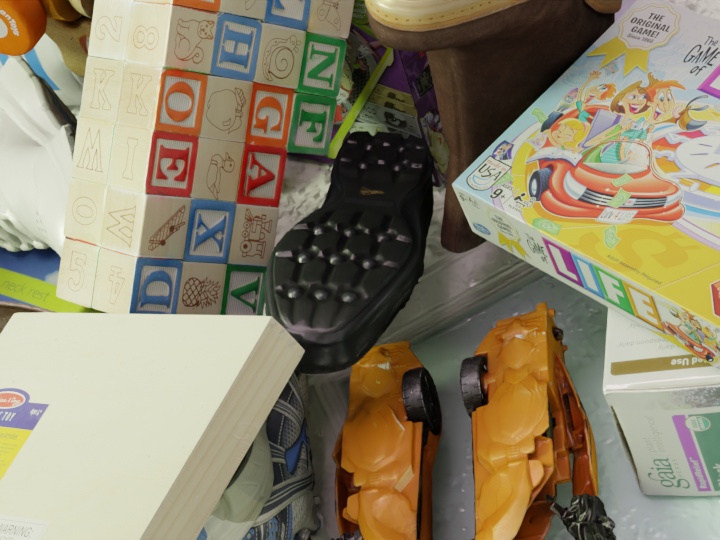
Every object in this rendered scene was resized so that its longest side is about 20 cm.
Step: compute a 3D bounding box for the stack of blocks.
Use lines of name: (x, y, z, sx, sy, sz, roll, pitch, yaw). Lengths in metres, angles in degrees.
stack of blocks: (-0.071, -0.079, 0.889, 0.058, 0.115, 0.202, 13, 96, 43)

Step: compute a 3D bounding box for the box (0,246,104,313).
box: (-0.192, 0.038, 0.992, 0.121, 0.048, 0.201, 14, 59, 35)

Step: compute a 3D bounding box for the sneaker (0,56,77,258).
sneaker: (-0.172, -0.039, 0.977, 0.087, 0.075, 0.200, -39, 34, -4)

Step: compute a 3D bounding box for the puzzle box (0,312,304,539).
puzzle box: (-0.124, 0.077, 0.805, 0.199, 0.025, 0.134, 0, 52, 48)

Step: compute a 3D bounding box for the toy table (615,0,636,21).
toy table: (0.067, -0.190, 1.021, 0.199, 0.117, 0.184, 17, 60, 38)

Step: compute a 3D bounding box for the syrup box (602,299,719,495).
syrup box: (0.159, -0.005, 0.830, 0.081, 0.079, 0.201, -8, 48, 20)

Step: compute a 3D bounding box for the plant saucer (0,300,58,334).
plant saucer: (-0.184, 0.111, 0.887, 0.198, 0.032, 0.202, 0, 62, -1)

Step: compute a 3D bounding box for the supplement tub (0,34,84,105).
supplement tub: (-0.215, -0.164, 1.127, 0.198, 0.132, 0.133, 0, 50, 28)

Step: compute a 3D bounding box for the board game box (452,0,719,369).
board game box: (0.153, -0.034, 0.778, 0.134, 0.034, 0.199, -44, 46, -16)

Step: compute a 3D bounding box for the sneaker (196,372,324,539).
sneaker: (-0.055, 0.092, 0.858, 0.076, 0.086, 0.200, -18, 22, 16)

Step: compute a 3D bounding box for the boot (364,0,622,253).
boot: (0.059, -0.079, 0.844, 0.072, 0.168, 0.200, 24, 32, 25)

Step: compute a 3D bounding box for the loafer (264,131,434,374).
loafer: (0.000, 0.000, 0.876, 0.067, 0.071, 0.201, 6, 27, 9)

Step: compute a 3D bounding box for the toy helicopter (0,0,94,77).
toy helicopter: (-0.105, -0.119, 0.983, 0.132, 0.200, 0.079, -15, 36, 45)

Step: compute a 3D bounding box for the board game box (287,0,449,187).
board game box: (-0.045, -0.114, 1.004, 0.199, 0.120, 0.032, 15, 54, 35)

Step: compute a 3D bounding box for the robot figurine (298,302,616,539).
robot figurine: (0.044, 0.108, 0.800, 0.144, 0.058, 0.201, -13, 45, 17)
